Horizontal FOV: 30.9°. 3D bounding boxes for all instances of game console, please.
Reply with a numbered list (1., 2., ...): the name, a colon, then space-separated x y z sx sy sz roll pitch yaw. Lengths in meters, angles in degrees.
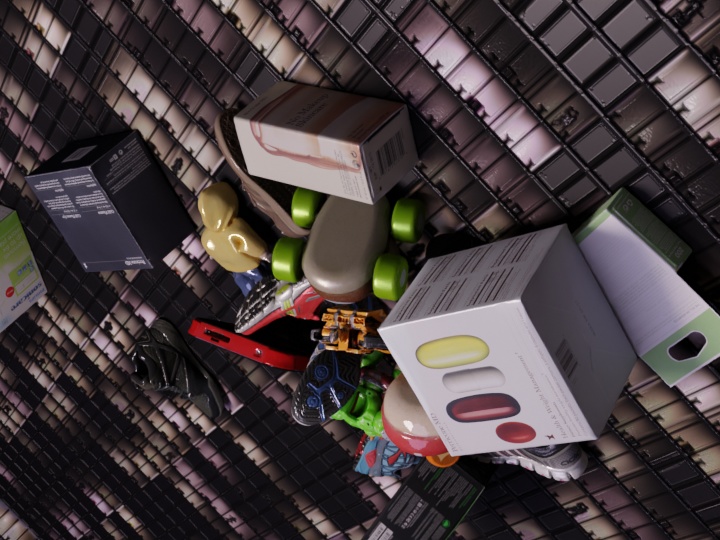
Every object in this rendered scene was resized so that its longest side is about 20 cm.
1. game console: -0.139 0.115 1.931 0.199 0.031 0.176 18 -179 34

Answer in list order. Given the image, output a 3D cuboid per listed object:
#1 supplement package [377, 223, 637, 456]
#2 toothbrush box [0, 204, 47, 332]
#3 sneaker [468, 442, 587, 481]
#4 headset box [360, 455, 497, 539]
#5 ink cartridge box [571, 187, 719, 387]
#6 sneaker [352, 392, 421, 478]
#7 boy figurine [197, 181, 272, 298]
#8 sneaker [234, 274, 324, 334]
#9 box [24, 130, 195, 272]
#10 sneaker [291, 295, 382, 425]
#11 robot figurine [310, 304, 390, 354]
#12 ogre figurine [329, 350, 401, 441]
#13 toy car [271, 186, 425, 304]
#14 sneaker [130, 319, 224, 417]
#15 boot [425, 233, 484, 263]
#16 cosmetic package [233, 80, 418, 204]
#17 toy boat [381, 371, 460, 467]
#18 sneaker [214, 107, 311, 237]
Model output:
1. supplement package: 0.165 0.083 1.459 0.199 0.147 0.192 -14 115 41
2. toothbrush box: -0.672 -0.003 2.363 0.086 0.146 0.201 21 139 29
3. sneaker: 0.205 0.212 1.730 0.199 0.074 0.088 13 136 31
4. headset box: 0.097 0.325 1.812 0.093 0.175 0.200 38 -175 9
5. ink cartridge box: 0.315 0.021 1.431 0.200 0.048 0.146 42 146 2
6. sneaker: 0.058 0.245 1.937 0.095 0.080 0.200 20 144 -4
7. boy figurine: -0.181 -0.036 1.880 0.124 0.064 0.201 -4 122 44
8. sneaker: -0.096 0.048 1.828 0.199 0.077 0.085 -31 124 32
9. box: -0.383 -0.102 1.988 0.199 0.104 0.183 -1 124 47
10. sneaker: -0.032 0.130 1.790 0.075 0.201 0.077 34 157 -2
11. robot figurine: 0.032 0.078 1.668 0.144 0.199 0.059 4 89 43
12. ogre figurine: 0.020 0.168 1.823 0.199 0.120 0.098 24 160 23
13. toy car: 0.000 0.000 1.668 0.163 0.159 0.200 9 152 18
14. sneaker: -0.321 0.193 2.230 0.076 0.114 0.200 -10 121 52
15. boot: 0.163 0.057 1.613 0.197 0.073 0.163 28 146 22
16. cosmetic package: -0.042 -0.158 1.572 0.199 0.103 0.088 14 134 35
17. toy boat: 0.105 0.190 1.671 0.129 0.200 0.132 5 108 22
18. sneaker: -0.138 -0.122 1.739 0.201 0.070 0.075 53 146 -12
